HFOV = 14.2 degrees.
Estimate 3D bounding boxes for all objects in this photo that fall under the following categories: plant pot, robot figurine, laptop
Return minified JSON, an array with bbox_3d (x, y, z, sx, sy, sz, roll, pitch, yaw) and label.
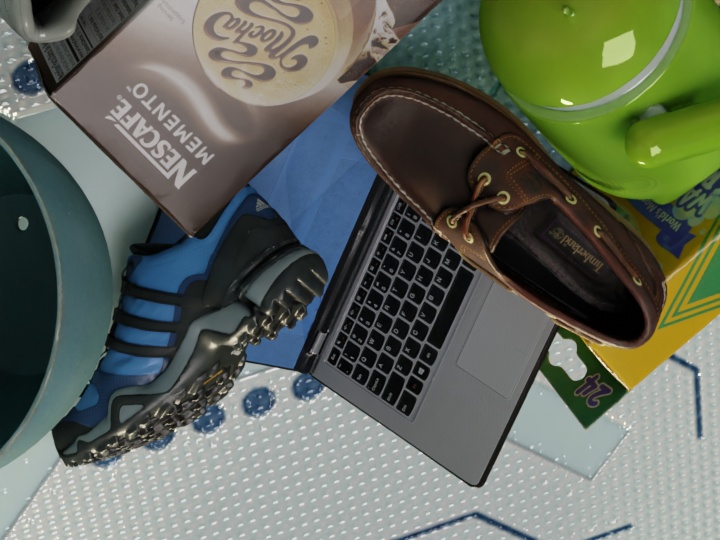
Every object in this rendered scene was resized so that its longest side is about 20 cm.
[{"bbox_3d":[-0.202,0.010,1.452,0.201,0.200,0.135,-57,160,16],"label":"plant pot"},{"bbox_3d":[0.136,-0.114,1.525,0.115,0.176,0.200,-35,141,11],"label":"robot figurine"},{"bbox_3d":[0.000,0.000,1.570,0.116,0.200,0.188,-16,135,-58],"label":"laptop"}]

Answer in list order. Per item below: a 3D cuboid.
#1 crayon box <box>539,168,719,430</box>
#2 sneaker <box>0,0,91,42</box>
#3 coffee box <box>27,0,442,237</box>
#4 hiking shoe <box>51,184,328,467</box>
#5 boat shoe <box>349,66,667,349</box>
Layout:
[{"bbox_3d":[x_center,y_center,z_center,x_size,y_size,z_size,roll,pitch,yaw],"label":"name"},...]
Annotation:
[{"bbox_3d":[0.165,-0.020,1.622,0.200,0.126,0.052,-42,128,4],"label":"crayon box"},{"bbox_3d":[-0.116,-0.195,1.403,0.075,0.092,0.201,21,109,-34],"label":"sneaker"},{"bbox_3d":[-0.058,-0.132,1.468,0.200,0.080,0.113,-43,118,5],"label":"coffee box"},{"bbox_3d":[-0.103,0.028,1.558,0.200,0.087,0.074,-41,164,26],"label":"hiking shoe"},{"bbox_3d":[0.079,-0.032,1.510,0.199,0.070,0.071,34,114,-7],"label":"boat shoe"}]
